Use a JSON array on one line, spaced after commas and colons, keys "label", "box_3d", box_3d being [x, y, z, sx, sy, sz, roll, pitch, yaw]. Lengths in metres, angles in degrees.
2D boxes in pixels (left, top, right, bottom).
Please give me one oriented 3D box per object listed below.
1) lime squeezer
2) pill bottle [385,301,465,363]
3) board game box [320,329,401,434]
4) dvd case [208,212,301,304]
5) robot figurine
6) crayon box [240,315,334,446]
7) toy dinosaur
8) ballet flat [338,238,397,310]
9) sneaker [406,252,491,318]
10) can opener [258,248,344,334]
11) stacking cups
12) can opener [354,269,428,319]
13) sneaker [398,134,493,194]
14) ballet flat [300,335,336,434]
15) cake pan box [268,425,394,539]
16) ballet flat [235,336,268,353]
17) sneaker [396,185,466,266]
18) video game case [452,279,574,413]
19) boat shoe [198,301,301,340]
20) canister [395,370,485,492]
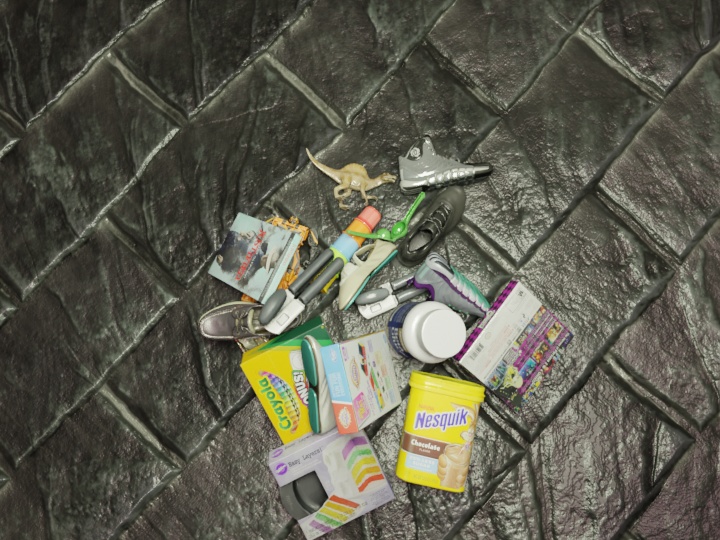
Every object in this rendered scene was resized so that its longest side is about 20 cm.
[{"label": "lime squeezer", "box_3d": [0.061, -0.089, 1.045, 0.199, 0.071, 0.038, -28, 50, -23]}, {"label": "pill bottle", "box_3d": [0.121, 0.114, 0.956, 0.110, 0.200, 0.113, 1, 85, -12]}, {"label": "board game box", "box_3d": [0.007, 0.201, 0.957, 0.040, 0.199, 0.155, -16, 83, 26]}, {"label": "dvd case", "box_3d": [-0.214, -0.029, 1.008, 0.199, 0.022, 0.147, 23, 84, 40]}, {"label": "robot figurine", "box_3d": [-0.165, -0.018, 1.047, 0.143, 0.058, 0.202, 17, 84, -1]}, {"label": "crayon box", "box_3d": [-0.110, 0.217, 0.990, 0.171, 0.058, 0.202, -26, 106, -4]}, {"label": "toy dinosaur", "box_3d": [-0.028, -0.186, 1.078, 0.197, 0.058, 0.102, 12, 69, -6]}, {"label": "ballet flat", "box_3d": [0.000, 0.000, 1.012, 0.069, 0.070, 0.200, 41, 50, 3]}, {"label": "sneaker", "box_3d": [0.184, 0.051, 1.031, 0.200, 0.075, 0.087, 40, 109, -19]}, {"label": "can opener", "box_3d": [-0.109, 0.033, 0.944, 0.053, 0.067, 0.200, 39, 71, 12]}, {"label": "stacking cups", "box_3d": [-0.032, -0.049, 1.040, 0.060, 0.061, 0.201, 37, 78, 3]}, {"label": "can opener", "box_3d": [0.084, 0.041, 1.043, 0.198, 0.066, 0.053, -23, 86, -8]}, {"label": "sneaker", "box_3d": [0.173, -0.235, 1.066, 0.197, 0.075, 0.117, -10, 82, 0]}, {"label": "ballet flat", "box_3d": [-0.068, 0.204, 0.938, 0.068, 0.070, 0.203, -4, 108, -1]}, {"label": "cake pan box", "box_3d": [-0.058, 0.397, 0.984, 0.198, 0.052, 0.186, -23, 100, -3]}, {"label": "ballet flat", "box_3d": [-0.213, 0.159, 1.026, 0.075, 0.064, 0.201, -39, 86, 2]}, {"label": "sneaker", "box_3d": [0.153, -0.093, 1.042, 0.076, 0.091, 0.201, 36, 84, 4]}, {"label": "video game case", "box_3d": [0.308, 0.153, 1.016, 0.181, 0.036, 0.201, 40, 85, -16]}, {"label": "boat shoe", "box_3d": [-0.209, 0.095, 0.970, 0.197, 0.065, 0.073, -3, 88, -10]}, {"label": "canister", "box_3d": [0.154, 0.313, 1.001, 0.147, 0.087, 0.203, 11, 85, 1]}]
